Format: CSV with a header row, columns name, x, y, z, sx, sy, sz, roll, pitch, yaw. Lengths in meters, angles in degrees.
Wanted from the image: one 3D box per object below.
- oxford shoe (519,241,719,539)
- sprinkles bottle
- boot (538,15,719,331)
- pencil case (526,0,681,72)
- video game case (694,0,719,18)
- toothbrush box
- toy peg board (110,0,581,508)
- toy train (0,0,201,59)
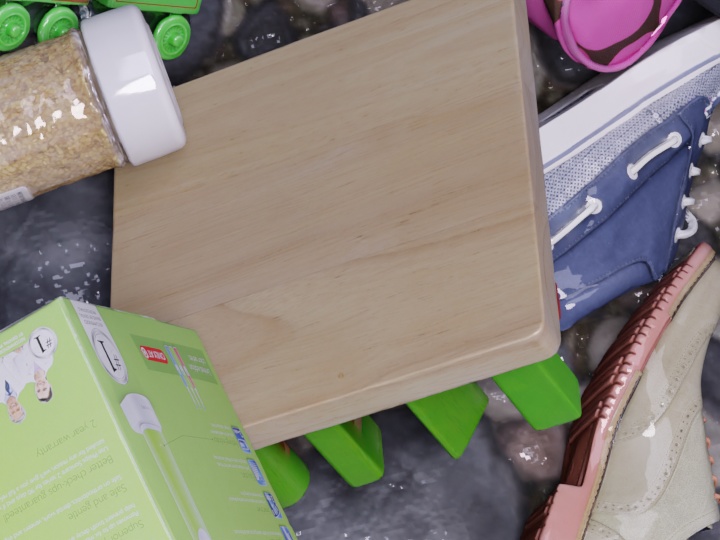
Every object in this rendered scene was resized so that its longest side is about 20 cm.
name,x,y,z,sx,sy,sz,roll,pitch,yaw
oxford shoe,0.130,0.083,1.170,0.074,0.071,0.200,26,74,-1
sprinkles bottle,-0.179,-0.052,1.147,0.200,0.068,0.068,-20,70,-1
boot,0.135,-0.050,1.238,0.200,0.073,0.090,-32,97,-25
pencil case,0.063,-0.178,1.233,0.091,0.094,0.200,-45,58,-6
video game case,0.267,-0.130,1.273,0.200,0.026,0.181,35,40,6
toothbrush box,-0.079,0.121,0.988,0.086,0.146,0.200,-31,77,11
toy peg board,0.000,0.000,1.144,0.200,0.098,0.200,-18,50,19
toy train,-0.148,-0.129,1.172,0.042,0.057,0.200,31,21,38
